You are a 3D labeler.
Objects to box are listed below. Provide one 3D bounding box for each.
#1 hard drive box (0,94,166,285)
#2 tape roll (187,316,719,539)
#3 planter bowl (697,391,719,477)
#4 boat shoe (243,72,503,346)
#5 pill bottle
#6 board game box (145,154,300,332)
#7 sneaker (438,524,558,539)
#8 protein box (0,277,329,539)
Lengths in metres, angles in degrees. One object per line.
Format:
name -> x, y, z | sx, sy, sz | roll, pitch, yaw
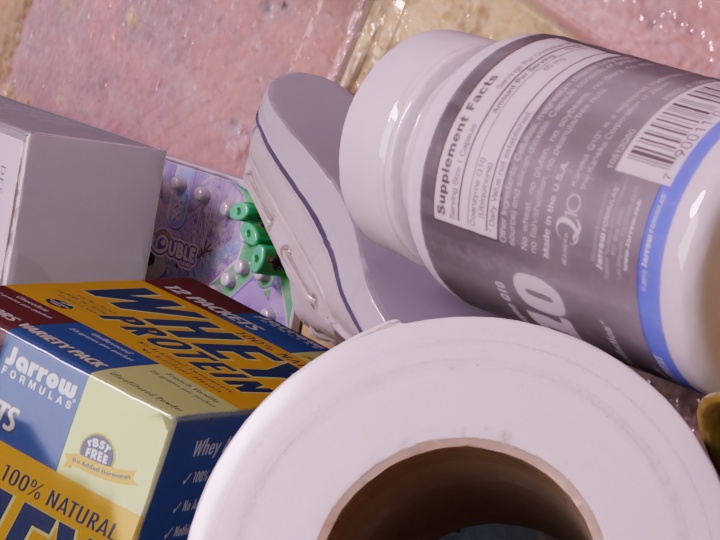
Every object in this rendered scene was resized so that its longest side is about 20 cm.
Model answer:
hard drive box -> -0.187, -0.004, 1.254 | 0.200, 0.077, 0.156 | 22, 104, 57
tape roll -> 0.044, 0.131, 0.938 | 0.202, 0.139, 0.203 | -3, 73, 8
planter bowl -> 0.213, 0.088, 0.838 | 0.083, 0.200, 0.200 | -43, 48, -10
boat shoe -> 0.000, 0.000, 1.116 | 0.200, 0.071, 0.070 | 56, 136, 34
pill bottle -> 0.091, -0.029, 0.973 | 0.200, 0.114, 0.114 | 21, 103, 46
board game box -> -0.111, 0.043, 1.257 | 0.200, 0.026, 0.200 | 19, 101, 46
sneaker -> 0.044, 0.136, 1.046 | 0.074, 0.082, 0.200 | -50, 54, 31
protein box -> -0.107, 0.121, 1.097 | 0.135, 0.198, 0.200 | 25, 103, 27
